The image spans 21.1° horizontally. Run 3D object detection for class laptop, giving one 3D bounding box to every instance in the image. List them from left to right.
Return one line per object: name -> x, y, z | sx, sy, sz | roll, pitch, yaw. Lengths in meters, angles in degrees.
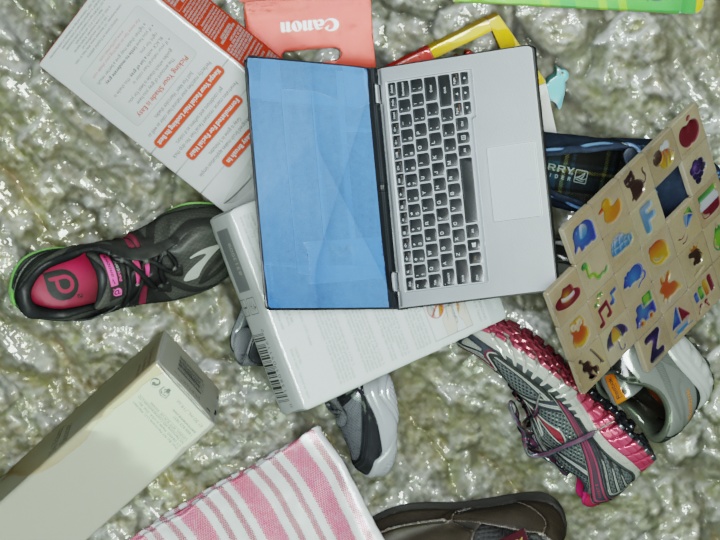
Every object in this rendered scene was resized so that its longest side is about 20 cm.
laptop -> 0.032, -0.071, 1.428 | 0.198, 0.116, 0.189 | -7, 84, 15

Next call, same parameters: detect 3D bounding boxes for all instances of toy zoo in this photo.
toy zoo -> 0.073, -0.116, 1.534 | 0.199, 0.020, 0.132 | -26, 105, 3

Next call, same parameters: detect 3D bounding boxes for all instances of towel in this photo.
towel -> -0.080, 0.237, 1.582 | 0.199, 0.030, 0.147 | -31, 91, 13

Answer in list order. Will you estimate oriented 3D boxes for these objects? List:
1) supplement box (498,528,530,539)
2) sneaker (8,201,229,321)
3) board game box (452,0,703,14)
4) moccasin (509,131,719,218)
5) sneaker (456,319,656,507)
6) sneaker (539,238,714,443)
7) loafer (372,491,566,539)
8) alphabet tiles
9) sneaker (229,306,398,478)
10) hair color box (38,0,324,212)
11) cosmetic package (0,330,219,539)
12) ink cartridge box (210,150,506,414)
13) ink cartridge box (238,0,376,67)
supplement box -> 0.125, 0.309, 1.578 | 0.108, 0.061, 0.201 | -25, 131, 3
sneaker -> -0.181, 0.003, 1.521 | 0.198, 0.084, 0.077 | -19, 104, 2
board game box -> 0.172, -0.253, 1.506 | 0.198, 0.030, 0.097 | 3, 104, 0
moccasin -> 0.198, -0.064, 1.517 | 0.198, 0.068, 0.081 | 1, 103, -16
sneaker -> 0.150, 0.113, 1.564 | 0.200, 0.081, 0.075 | 43, 100, -11
sneaker -> 0.201, 0.054, 1.542 | 0.200, 0.074, 0.079 | 45, 53, -10
loafer -> 0.075, 0.229, 1.592 | 0.198, 0.071, 0.074 | -15, 104, 1
alphabet tiles -> 0.218, -0.005, 1.484 | 0.200, 0.008, 0.168 | -42, 127, -26
sneaker -> -0.041, 0.077, 1.538 | 0.113, 0.075, 0.202 | -15, 99, -18
hair color box -> -0.132, -0.144, 1.486 | 0.200, 0.064, 0.111 | 39, 118, -10
cosmetic package -> -0.208, 0.149, 1.546 | 0.200, 0.104, 0.073 | -41, 101, 6
ink cartridge box -> 0.000, 0.000, 1.495 | 0.199, 0.047, 0.161 | -22, 92, -29
ink cartridge box -> -0.044, -0.247, 1.485 | 0.108, 0.050, 0.202 | -5, 103, -2
